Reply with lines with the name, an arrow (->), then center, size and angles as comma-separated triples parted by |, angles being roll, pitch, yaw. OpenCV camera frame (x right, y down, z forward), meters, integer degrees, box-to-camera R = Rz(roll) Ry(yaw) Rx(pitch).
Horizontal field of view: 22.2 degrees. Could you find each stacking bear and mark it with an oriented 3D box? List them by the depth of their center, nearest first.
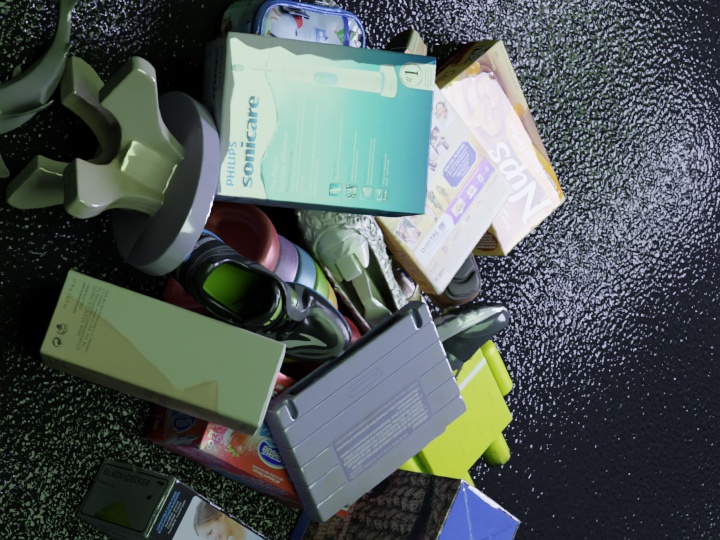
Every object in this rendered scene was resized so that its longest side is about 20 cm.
stacking bear -> -0.072, 0.040, 1.741 | 0.200, 0.113, 0.122 | 45, 61, -39

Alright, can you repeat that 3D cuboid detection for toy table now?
toy table -> -0.206, -0.097, 1.578 | 0.117, 0.200, 0.184 | 30, 111, -34

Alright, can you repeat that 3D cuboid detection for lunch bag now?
lunch bag -> -0.062, -0.165, 1.760 | 0.160, 0.075, 0.201 | 5, 90, -44

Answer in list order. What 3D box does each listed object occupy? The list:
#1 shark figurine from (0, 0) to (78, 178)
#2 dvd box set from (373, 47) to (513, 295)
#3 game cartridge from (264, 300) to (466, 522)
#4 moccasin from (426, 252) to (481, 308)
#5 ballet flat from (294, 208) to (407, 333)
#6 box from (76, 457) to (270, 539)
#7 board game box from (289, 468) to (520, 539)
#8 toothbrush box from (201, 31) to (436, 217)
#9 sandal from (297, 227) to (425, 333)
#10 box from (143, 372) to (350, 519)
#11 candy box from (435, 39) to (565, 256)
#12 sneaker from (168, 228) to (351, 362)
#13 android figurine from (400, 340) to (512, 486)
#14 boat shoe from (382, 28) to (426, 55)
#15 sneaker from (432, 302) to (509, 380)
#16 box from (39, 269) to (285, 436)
shark figurine -> -0.280, -0.164, 1.557 | 0.215, 0.089, 0.128 | -49, 123, -27
dvd box set -> 0.054, -0.096, 1.790 | 0.200, 0.029, 0.147 | 49, 64, -29
game cartridge -> 0.006, 0.133, 1.726 | 0.200, 0.038, 0.130 | -34, 118, -31
moccasin -> 0.072, -0.061, 1.885 | 0.073, 0.078, 0.202 | -19, 89, -23
ballet flat -> 0.000, 0.000, 1.756 | 0.072, 0.072, 0.200 | -54, 133, -26
box -> -0.148, 0.249, 1.674 | 0.200, 0.116, 0.060 | 40, 69, -37
board game box -> 0.029, 0.281, 1.775 | 0.097, 0.199, 0.160 | 39, 66, -35
toothbrush box -> -0.041, -0.128, 1.657 | 0.199, 0.085, 0.147 | 4, 88, -19
sandal -> 0.025, 0.016, 1.846 | 0.212, 0.069, 0.078 | 45, 64, -34
box -> -0.092, 0.152, 1.730 | 0.200, 0.095, 0.100 | 31, 72, -38
candy box -> 0.134, -0.129, 1.947 | 0.115, 0.055, 0.201 | -40, 118, -33
sneaker -> -0.086, 0.034, 1.605 | 0.199, 0.083, 0.071 | 33, 97, -35
android figurine -> 0.091, 0.148, 1.922 | 0.182, 0.041, 0.200 | -47, 127, -25
boat shoe -> 0.033, -0.142, 1.834 | 0.063, 0.073, 0.202 | 22, 73, -26
sneaker -> 0.068, 0.102, 1.828 | 0.199, 0.074, 0.085 | -31, 97, -3
box -> -0.171, 0.073, 1.594 | 0.199, 0.095, 0.078 | 19, 78, -2
